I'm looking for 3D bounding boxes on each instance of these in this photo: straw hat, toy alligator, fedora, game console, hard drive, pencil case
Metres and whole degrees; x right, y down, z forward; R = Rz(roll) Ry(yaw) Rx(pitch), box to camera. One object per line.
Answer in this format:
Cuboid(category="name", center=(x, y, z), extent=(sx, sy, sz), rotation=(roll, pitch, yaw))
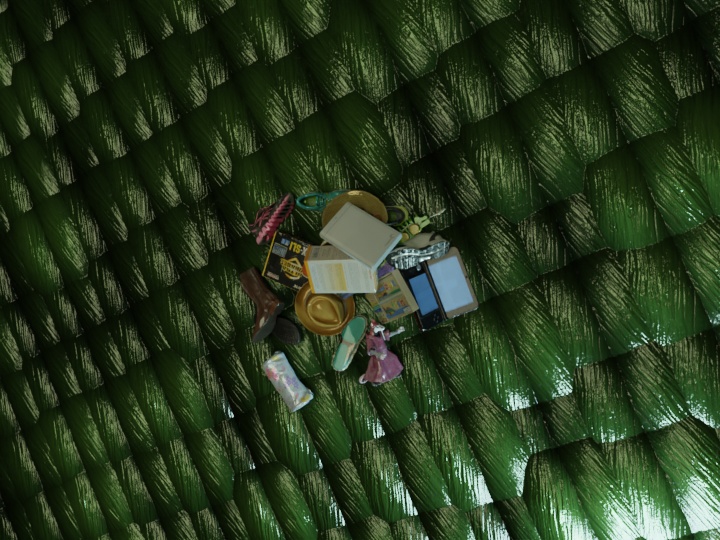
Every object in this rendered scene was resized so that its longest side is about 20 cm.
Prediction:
Cuboid(category="straw hat", center=(-0.011, -0.133, 1.602), extent=(0.197, 0.085, 0.204), rotation=(-5, 60, 9))
Cuboid(category="toy alligator", center=(0.164, -0.141, 1.628), extent=(0.199, 0.059, 0.054), rotation=(-41, 88, 17))
Cuboid(category="fedora", center=(-0.111, 0.122, 1.701), extent=(0.197, 0.082, 0.204), rotation=(-1, 103, -3))
Cuboid(category="game console", center=(0.232, 0.052, 1.601), extent=(0.118, 0.171, 0.203), rotation=(-23, 87, 44))
Cuboid(category="hard drive", center=(-0.001, -0.099, 1.515), extent=(0.199, 0.027, 0.132), rotation=(33, 72, 26))
Cuboid(category="pencil case", center=(-0.243, 0.367, 1.794), extent=(0.091, 0.083, 0.201), rotation=(-42, 82, 23))

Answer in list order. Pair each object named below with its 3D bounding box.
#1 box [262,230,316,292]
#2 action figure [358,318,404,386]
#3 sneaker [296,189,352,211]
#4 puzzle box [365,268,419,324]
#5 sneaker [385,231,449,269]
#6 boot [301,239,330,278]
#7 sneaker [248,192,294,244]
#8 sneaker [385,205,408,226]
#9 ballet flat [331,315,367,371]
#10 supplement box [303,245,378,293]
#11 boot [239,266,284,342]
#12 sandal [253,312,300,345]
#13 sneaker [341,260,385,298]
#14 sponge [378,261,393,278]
Cuboid(category="box", center=(-0.207, -0.022, 1.767), extent=(0.198, 0.049, 0.162), rotation=(23, 100, 14))
Cuboid(category="action figure", center=(0.058, 0.244, 1.683), extent=(0.148, 0.133, 0.203), rotation=(-8, 102, 44))
Cuboid(category="sneaker", center=(-0.108, -0.214, 1.700), extent=(0.197, 0.080, 0.079), rotation=(-2, 94, 17))
Cuboid(category="puzzle box", center=(0.086, 0.081, 1.626), extent=(0.134, 0.025, 0.200), rotation=(61, 149, 3))
Cuboid(category="sneaker", center=(0.158, -0.062, 1.585), extent=(0.197, 0.080, 0.075), rotation=(-13, 130, -18))
Cuboid(category="boot", center=(-0.118, -0.044, 1.651), extent=(0.199, 0.107, 0.076), rotation=(-35, 72, 21))
Cuboid(category="sneaker", center=(-0.298, -0.184, 1.773), extent=(0.095, 0.079, 0.201), rotation=(45, 105, 21))
Cuboid(category="sneaker", center=(0.044, -0.168, 1.655), extent=(0.197, 0.081, 0.075), rotation=(-4, 93, 18))
Cuboid(category="ballet flat", center=(-0.034, 0.227, 1.725), extent=(0.075, 0.064, 0.202), rotation=(31, 101, 11))
Cuboid(category="supplement box", center=(-0.053, -0.004, 1.569), extent=(0.196, 0.074, 0.127), rotation=(-1, 130, 11))
Cuboid(category="boot", center=(-0.354, 0.110, 1.802), extent=(0.200, 0.064, 0.187), rotation=(43, 107, 27))
Cuboid(category="sandal", center=(-0.270, 0.185, 1.810), extent=(0.198, 0.048, 0.076), rotation=(25, 101, 27))
Cuboid(category="sneaker", center=(0.000, 0.000, 1.660), extent=(0.082, 0.074, 0.201), rotation=(41, 99, 5))
Cuboid(category="sponge", center=(0.018, -0.051, 1.700), extent=(0.198, 0.030, 0.113), rotation=(27, 104, 13))
